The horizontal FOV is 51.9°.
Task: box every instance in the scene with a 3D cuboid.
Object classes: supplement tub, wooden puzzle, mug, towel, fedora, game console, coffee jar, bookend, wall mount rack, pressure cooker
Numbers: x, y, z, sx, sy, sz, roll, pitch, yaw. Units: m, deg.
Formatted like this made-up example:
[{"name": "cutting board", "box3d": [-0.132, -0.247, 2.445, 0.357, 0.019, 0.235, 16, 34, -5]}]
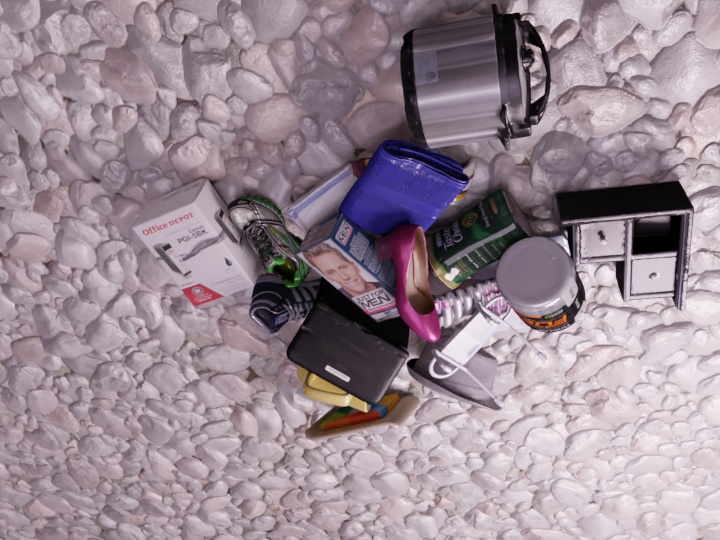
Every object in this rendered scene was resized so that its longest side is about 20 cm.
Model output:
[{"name": "supplement tub", "box3d": [0.302, 0.031, 1.216, 0.122, 0.123, 0.200, -15, 156, 20]}, {"name": "wooden puzzle", "box3d": [0.006, 0.294, 1.514, 0.199, 0.185, 0.037, -12, 93, 19]}, {"name": "mug", "box3d": [-0.044, 0.184, 1.439, 0.153, 0.150, 0.187, 13, 170, 10]}, {"name": "towel", "box3d": [0.063, -0.123, 1.157, 0.147, 0.050, 0.200, 21, 147, -13]}, {"name": "fedora", "box3d": [0.192, 0.185, 1.419, 0.199, 0.177, 0.091, 20, 99, 8]}, {"name": "game console", "box3d": [-0.018, 0.119, 1.362, 0.200, 0.116, 0.176, 31, 93, -14]}, {"name": "coffee jar", "box3d": [0.182, -0.045, 1.245, 0.200, 0.104, 0.085, -33, 130, 21]}, {"name": "bookend", "box3d": [0.431, -0.032, 1.226, 0.199, 0.092, 0.199, -4, 123, 10]}, {"name": "wall mount rack", "box3d": [0.225, 0.147, 1.303, 0.174, 0.075, 0.200, 32, 107, -35]}, {"name": "towel", "box3d": [-0.015, -0.074, 1.291, 0.147, 0.024, 0.200, -36, 109, 13]}, {"name": "pressure cooker", "box3d": [0.167, -0.266, 1.046, 0.199, 0.179, 0.176, -7, 123, 15]}]

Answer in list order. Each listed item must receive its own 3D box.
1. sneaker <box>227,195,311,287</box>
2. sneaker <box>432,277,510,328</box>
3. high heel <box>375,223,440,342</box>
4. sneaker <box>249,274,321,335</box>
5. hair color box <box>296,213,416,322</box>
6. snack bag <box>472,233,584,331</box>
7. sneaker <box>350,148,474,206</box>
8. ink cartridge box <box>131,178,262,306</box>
[{"name": "sneaker", "box3d": [-0.160, -0.052, 1.322, 0.078, 0.085, 0.200, -32, 116, 29]}, {"name": "sneaker", "box3d": [0.190, 0.040, 1.322, 0.199, 0.089, 0.081, -12, 123, -7]}, {"name": "high heel", "box3d": [0.097, 0.023, 1.190, 0.096, 0.067, 0.200, -19, 104, 50]}, {"name": "sneaker", "box3d": [-0.112, 0.070, 1.392, 0.199, 0.109, 0.070, 7, 129, 4]}, {"name": "hair color box", "box3d": [0.000, 0.000, 1.248, 0.200, 0.061, 0.100, 41, 143, -22]}, {"name": "snack bag", "box3d": [0.301, 0.025, 1.345, 0.188, 0.021, 0.200, -8, 125, 16]}, {"name": "sneaker", "box3d": [0.086, -0.171, 1.201, 0.199, 0.075, 0.090, 8, 131, -8]}, {"name": "ink cartridge box", "box3d": [-0.293, -0.048, 1.348, 0.146, 0.083, 0.200, -19, 122, 23]}]
